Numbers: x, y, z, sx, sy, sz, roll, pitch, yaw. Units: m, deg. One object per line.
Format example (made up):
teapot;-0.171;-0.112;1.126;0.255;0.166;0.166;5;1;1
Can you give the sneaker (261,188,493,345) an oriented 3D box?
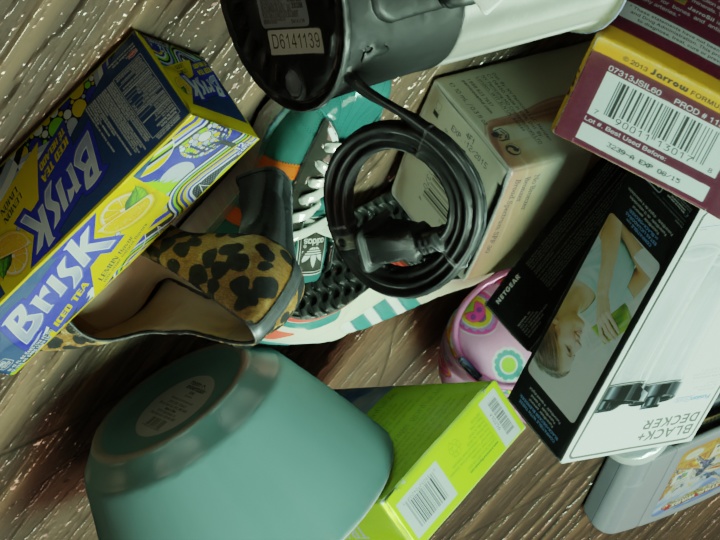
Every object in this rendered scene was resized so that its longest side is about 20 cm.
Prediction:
sneaker;0.000;0.000;1.798;0.200;0.070;0.093;-17;169;-37

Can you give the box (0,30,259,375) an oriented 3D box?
box;-0.154;-0.033;1.540;0.200;0.064;0.070;-42;153;18

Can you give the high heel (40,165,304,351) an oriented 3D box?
high heel;-0.123;0.023;1.567;0.200;0.143;0.071;-26;119;13

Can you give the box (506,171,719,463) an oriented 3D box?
box;0.181;0.016;1.691;0.117;0.060;0.200;-5;134;-40

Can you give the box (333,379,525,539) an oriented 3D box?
box;-0.003;0.125;1.846;0.200;0.048;0.122;-6;-147;52

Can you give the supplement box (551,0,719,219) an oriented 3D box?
supplement box;0.200;-0.140;1.616;0.200;0.110;0.086;-59;175;-40

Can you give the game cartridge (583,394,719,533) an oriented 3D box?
game cartridge;0.285;0.152;2.420;0.200;0.042;0.133;-21;147;-26

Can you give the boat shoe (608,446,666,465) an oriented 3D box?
boat shoe;0.168;0.034;1.901;0.071;0.200;0.070;-11;164;-1

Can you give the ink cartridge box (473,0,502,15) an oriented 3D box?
ink cartridge box;0.095;-0.244;1.280;0.200;0.145;0.147;-39;-173;37

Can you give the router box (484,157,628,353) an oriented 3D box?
router box;0.186;-0.028;1.751;0.200;0.051;0.149;-51;146;16

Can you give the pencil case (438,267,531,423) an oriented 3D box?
pencil case;0.096;0.055;1.907;0.087;0.087;0.200;-31;173;-7

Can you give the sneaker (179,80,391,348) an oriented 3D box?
sneaker;-0.034;-0.038;1.652;0.071;0.080;0.200;-2;140;-45

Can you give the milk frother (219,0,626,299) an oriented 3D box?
milk frother;0.052;-0.111;1.475;0.188;0.180;0.200;-17;119;-30

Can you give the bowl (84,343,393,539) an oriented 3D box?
bowl;-0.091;0.120;1.775;0.201;0.201;0.105;-34;111;-1

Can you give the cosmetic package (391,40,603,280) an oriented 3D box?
cosmetic package;0.132;-0.075;1.773;0.200;0.087;0.103;-17;145;-32
